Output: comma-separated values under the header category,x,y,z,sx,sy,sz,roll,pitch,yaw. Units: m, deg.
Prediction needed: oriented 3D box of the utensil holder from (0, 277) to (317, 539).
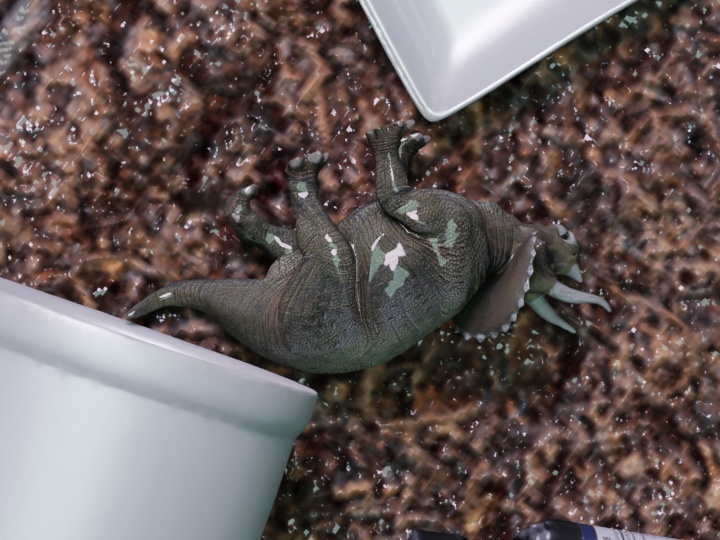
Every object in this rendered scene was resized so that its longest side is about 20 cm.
category,x,y,z,sx,sy,sz,roll,pitch,yaw
utensil holder,-0.129,0.116,1.201,0.169,0.170,0.201,19,90,-3

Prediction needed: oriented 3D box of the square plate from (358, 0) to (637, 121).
category,x,y,z,sx,sy,sz,roll,pitch,yaw
square plate,0.065,-0.197,1.287,0.200,0.028,0.198,-30,90,-4

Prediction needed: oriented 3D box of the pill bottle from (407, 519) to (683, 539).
category,x,y,z,sx,sy,sz,roll,pitch,yaw
pill bottle,0.113,0.165,1.240,0.199,0.112,0.112,9,88,-3

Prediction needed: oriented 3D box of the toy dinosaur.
category,x,y,z,sx,sy,sz,roll,pitch,yaw
toy dinosaur,0.000,0.000,1.255,0.199,0.077,0.103,-18,83,-7
